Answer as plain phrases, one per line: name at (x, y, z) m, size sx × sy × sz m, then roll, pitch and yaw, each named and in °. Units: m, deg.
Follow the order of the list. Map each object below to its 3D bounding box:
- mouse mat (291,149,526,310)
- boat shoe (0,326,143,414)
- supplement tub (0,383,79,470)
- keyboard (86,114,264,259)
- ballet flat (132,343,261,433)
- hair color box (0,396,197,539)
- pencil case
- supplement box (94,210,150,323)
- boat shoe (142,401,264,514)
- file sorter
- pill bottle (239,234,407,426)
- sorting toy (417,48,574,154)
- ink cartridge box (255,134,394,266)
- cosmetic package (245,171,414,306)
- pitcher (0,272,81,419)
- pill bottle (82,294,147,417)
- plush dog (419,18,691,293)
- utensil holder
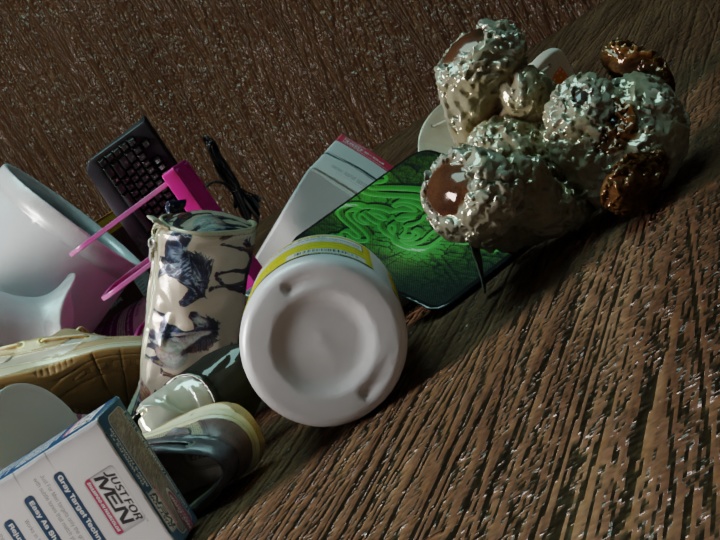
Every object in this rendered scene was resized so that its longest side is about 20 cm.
mouse mat at (0.055, -0.037, 1.268) m, size 0.160 × 0.008 × 0.199 m, roll -36°, pitch 35°, yaw -25°
boat shoe at (-0.242, 0.079, 1.313) m, size 0.197 × 0.074 × 0.069 m, roll -8°, pitch 37°, yaw -13°
supplement tub at (-0.316, 0.187, 1.236) m, size 0.199 × 0.146 × 0.145 m, roll -31°, pitch 7°, yaw 24°
keyboard at (-0.163, -0.064, 1.497) m, size 0.127 × 0.201 × 0.021 m, roll -40°, pitch 37°, yaw -11°
ballet flat at (-0.148, 0.129, 1.139) m, size 0.200 × 0.068 × 0.068 m, roll -44°, pitch -19°, yaw 18°
hair color box at (-0.215, 0.179, 1.015) m, size 0.199 × 0.101 × 0.061 m, roll -32°, pitch 5°, yaw 11°
pencil case at (-0.141, 0.049, 1.251) m, size 0.088 × 0.203 × 0.078 m, roll 7°, pitch 16°, yaw -15°
supplement box at (-0.304, 0.067, 1.781) m, size 0.132 × 0.201 × 0.197 m, roll -31°, pitch 7°, yaw 16°
boat shoe at (-0.158, 0.151, 1.075) m, size 0.198 × 0.073 × 0.065 m, roll -24°, pitch 5°, yaw 22°
file sorter at (-0.152, 0.022, 1.408) m, size 0.125 × 0.201 × 0.139 m, roll -35°, pitch 7°, yaw 2°
pill bottle at (-0.025, 0.034, 1.093) m, size 0.111 × 0.112 × 0.200 m, roll -33°, pitch 6°, yaw 4°
sorting toy at (0.105, -0.090, 1.448) m, size 0.180 × 0.107 × 0.199 m, roll -45°, pitch 11°, yaw -25°
ink cartridge box at (-0.037, -0.045, 1.610) m, size 0.146 × 0.084 × 0.200 m, roll -58°, pitch 1°, yaw 15°
cosmetic package at (0.000, 0.000, 1.304) m, size 0.199 × 0.051 × 0.082 m, roll -37°, pitch 47°, yaw -26°
pitcher at (-0.344, 0.083, 1.375) m, size 0.197 × 0.173 × 0.122 m, roll -3°, pitch -41°, yaw -14°
pill bottle at (-0.242, 0.106, 1.598) m, size 0.199 × 0.113 × 0.112 m, roll -29°, pitch 8°, yaw 27°
plush dog at (0.150, -0.080, 1.109) m, size 0.170 × 0.161 × 0.202 m, roll -15°, pitch 43°, yaw 25°
utensil holder at (-0.337, 0.026, 1.532) m, size 0.201 × 0.169 × 0.170 m, roll -53°, pitch 7°, yaw -1°
